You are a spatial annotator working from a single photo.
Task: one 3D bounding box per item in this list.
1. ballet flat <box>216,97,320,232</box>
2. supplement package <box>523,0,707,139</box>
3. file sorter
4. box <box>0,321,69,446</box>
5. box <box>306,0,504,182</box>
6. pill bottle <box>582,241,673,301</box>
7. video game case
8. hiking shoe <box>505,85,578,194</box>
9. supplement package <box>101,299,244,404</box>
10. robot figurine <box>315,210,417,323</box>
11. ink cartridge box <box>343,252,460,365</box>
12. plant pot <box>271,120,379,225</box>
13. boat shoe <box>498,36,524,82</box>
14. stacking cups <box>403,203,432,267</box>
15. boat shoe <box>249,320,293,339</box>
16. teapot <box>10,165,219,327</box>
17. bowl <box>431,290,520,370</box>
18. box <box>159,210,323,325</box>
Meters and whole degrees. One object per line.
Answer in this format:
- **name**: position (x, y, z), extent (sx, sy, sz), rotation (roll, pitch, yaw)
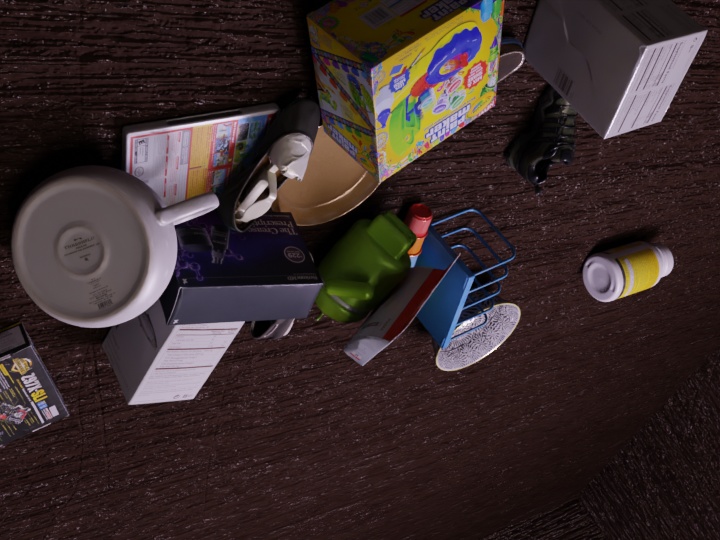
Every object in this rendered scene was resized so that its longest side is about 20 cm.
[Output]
- **ballet flat**: position (-0.109, -0.125, 1.087), extent (0.068, 0.068, 0.200), rotation (19, 120, -43)
- **supplement package**: position (0.338, -0.311, 1.164), extent (0.111, 0.200, 0.156), rotation (-18, 146, -23)
- **file sorter**: position (0.174, 0.011, 1.512), extent (0.122, 0.139, 0.200), rotation (-20, 146, -27)
- **box**: position (-0.510, 0.172, 1.174), extent (0.159, 0.049, 0.200), rotation (-26, 148, -19)
- **box**: position (0.057, -0.252, 1.033), extent (0.200, 0.122, 0.193), rotation (-36, 151, -17)
- **pill bottle**: position (0.610, -0.004, 1.922), extent (0.199, 0.111, 0.111), rotation (-15, 144, -29)
- **video game case**: position (-0.202, -0.137, 1.071), extent (0.199, 0.017, 0.143), rotation (-15, 144, -29)
- **hiking shoe**: position (0.323, -0.220, 1.368), extent (0.076, 0.101, 0.200), rotation (-5, 138, -40)
- **supplement package**: position (-0.265, 0.082, 1.213), extent (0.117, 0.117, 0.200), rotation (3, 132, -45)
- **robot figurine**: position (0.000, 0.000, 1.350), extent (0.200, 0.116, 0.175), rotation (-48, 178, 20)
- **ink cartridge box**: position (0.060, 0.051, 1.311), extent (0.162, 0.050, 0.200), rotation (-51, 179, -30)
- **plant pot**: position (-0.044, -0.145, 1.199), extent (0.200, 0.028, 0.200), rotation (-25, 147, -17)
- **boat shoe**: position (0.154, -0.254, 1.191), extent (0.200, 0.072, 0.072), rotation (-30, 149, -7)
- **stacking cups**: position (0.071, -0.025, 1.443), extent (0.060, 0.061, 0.200), rotation (-15, 142, -29)
- **boat shoe**: position (-0.125, 0.045, 1.344), extent (0.057, 0.067, 0.200), rotation (-16, 148, -36)
- **teapot**: position (-0.294, -0.034, 1.000), extent (0.146, 0.199, 0.198), rotation (-47, 160, -78)
- **bowl**: position (0.213, 0.102, 1.711), extent (0.200, 0.094, 0.201), rotation (-25, 148, -17)
- **box**: position (-0.170, -0.007, 1.133), extent (0.199, 0.141, 0.079), rotation (-2, 140, -31)
